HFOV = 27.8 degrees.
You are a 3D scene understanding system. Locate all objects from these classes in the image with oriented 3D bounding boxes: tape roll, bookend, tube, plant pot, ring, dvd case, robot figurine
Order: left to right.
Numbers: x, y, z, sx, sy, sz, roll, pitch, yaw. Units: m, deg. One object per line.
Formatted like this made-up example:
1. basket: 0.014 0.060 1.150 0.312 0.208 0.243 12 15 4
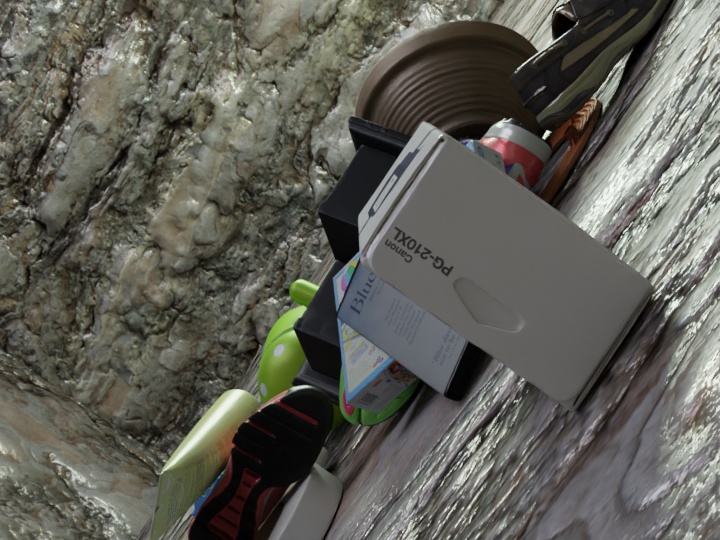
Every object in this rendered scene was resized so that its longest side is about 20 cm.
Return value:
1. tube: -0.147 0.171 1.330 0.052 0.058 0.200 -23 12 25
2. tape roll: -0.084 0.266 1.318 0.204 0.037 0.203 -56 4 6
3. robot figurine: -0.050 0.105 1.567 0.200 0.114 0.177 -85 13 -78
4. bookend: 0.000 0.000 1.386 0.201 0.091 0.199 -59 -26 -22
5. dvd case: 0.053 0.002 1.139 0.200 0.017 0.144 32 101 60
6. plant pot: 0.099 -0.135 1.418 0.201 0.199 0.093 -53 33 32
7. ring: 0.151 -0.074 1.313 0.201 0.019 0.200 -56 5 8

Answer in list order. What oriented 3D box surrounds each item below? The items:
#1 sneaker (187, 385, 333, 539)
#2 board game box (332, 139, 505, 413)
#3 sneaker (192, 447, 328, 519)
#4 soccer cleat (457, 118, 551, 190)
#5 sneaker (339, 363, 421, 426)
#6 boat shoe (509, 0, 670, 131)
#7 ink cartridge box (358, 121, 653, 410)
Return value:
1. sneaker: -0.092 0.176 1.334 0.201 0.073 0.087 -55 3 19
2. board game box: 0.052 0.007 1.192 0.200 0.034 0.135 -44 39 37
3. sneaker: -0.114 0.224 1.479 0.200 0.105 0.076 -53 5 38
4. soccer cleat: 0.107 -0.077 1.281 0.074 0.068 0.200 -61 8 -11
5. sneaker: 0.044 0.057 1.311 0.201 0.076 0.084 -62 -23 -23
6. boat shoe: 0.204 -0.211 1.272 0.200 0.073 0.074 -49 4 -26
7. ink cartridge box: 0.077 -0.011 0.855 0.085 0.144 0.200 -55 5 6
